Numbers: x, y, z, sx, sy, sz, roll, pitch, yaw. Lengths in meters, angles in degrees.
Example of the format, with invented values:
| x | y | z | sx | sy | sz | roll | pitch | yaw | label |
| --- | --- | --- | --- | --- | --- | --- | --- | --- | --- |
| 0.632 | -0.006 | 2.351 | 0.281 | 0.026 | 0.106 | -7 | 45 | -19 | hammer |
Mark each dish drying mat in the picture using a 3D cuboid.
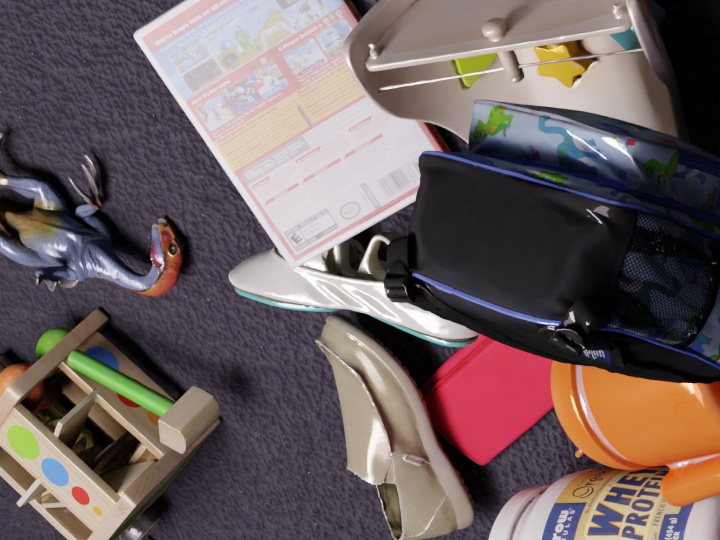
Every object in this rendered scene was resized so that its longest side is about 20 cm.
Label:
| x | y | z | sx | sy | sz | roll | pitch | yaw | label |
| --- | --- | --- | --- | --- | --- | --- | --- | --- | --- |
| 0.108 | 0.075 | 1.791 | 0.077 | 0.018 | 0.200 | 43 | 140 | 0 | dish drying mat |

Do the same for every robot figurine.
| x | y | z | sx | sy | sz | roll | pitch | yaw | label |
| --- | --- | --- | --- | --- | --- | --- | --- | --- | --- |
| 0.205 | 0.065 | 1.627 | 0.200 | 0.117 | 0.144 | -19 | 122 | 46 | robot figurine |

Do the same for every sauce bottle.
| x | y | z | sx | sy | sz | roll | pitch | yaw | label |
| --- | --- | --- | --- | --- | --- | --- | --- | --- | --- |
| -0.254 | 0.156 | 2.134 | 0.200 | 0.065 | 0.065 | 41 | 140 | 3 | sauce bottle |

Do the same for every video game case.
| x | y | z | sx | sy | sz | roll | pitch | yaw | label |
| --- | --- | --- | --- | --- | --- | --- | --- | --- | --- |
| -0.043 | -0.115 | 1.709 | 0.143 | 0.017 | 0.200 | -29 | 104 | 21 | video game case |

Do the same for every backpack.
| x | y | z | sx | sy | sz | roll | pitch | yaw | label |
| --- | --- | --- | --- | --- | --- | --- | --- | --- | --- |
| 0.145 | -0.014 | 1.481 | 0.183 | 0.147 | 0.200 | 16 | 176 | 45 | backpack |

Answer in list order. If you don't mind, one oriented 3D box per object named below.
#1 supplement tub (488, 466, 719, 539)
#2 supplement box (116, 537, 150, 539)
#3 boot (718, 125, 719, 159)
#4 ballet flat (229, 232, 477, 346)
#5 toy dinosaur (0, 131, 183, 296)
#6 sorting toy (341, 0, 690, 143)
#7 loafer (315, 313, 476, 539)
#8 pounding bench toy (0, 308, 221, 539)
| x | y | z | sx | sy | sz | roll | pitch | yaw | label |
| --- | --- | --- | --- | --- | --- | --- | --- | --- | --- |
| 0.200 | 0.208 | 1.729 | 0.200 | 0.144 | 0.144 | -6 | 119 | 43 | supplement tub |
| -0.227 | 0.331 | 2.223 | 0.086 | 0.110 | 0.200 | 32 | 139 | 15 | supplement box |
| 0.317 | -0.092 | 1.457 | 0.200 | 0.068 | 0.188 | 19 | 127 | 17 | boot |
| 0.000 | 0.000 | 1.780 | 0.200 | 0.069 | 0.069 | 13 | 131 | 25 | ballet flat |
| -0.223 | -0.033 | 1.966 | 0.181 | 0.105 | 0.200 | 29 | 177 | -1 | toy dinosaur |
| 0.123 | -0.117 | 1.561 | 0.200 | 0.107 | 0.180 | -6 | 133 | 30 | sorting toy |
| 0.017 | 0.123 | 1.854 | 0.200 | 0.068 | 0.076 | 60 | 167 | -19 | loafer |
| -0.211 | 0.113 | 2.010 | 0.156 | 0.124 | 0.200 | 43 | 137 | 3 | pounding bench toy |
